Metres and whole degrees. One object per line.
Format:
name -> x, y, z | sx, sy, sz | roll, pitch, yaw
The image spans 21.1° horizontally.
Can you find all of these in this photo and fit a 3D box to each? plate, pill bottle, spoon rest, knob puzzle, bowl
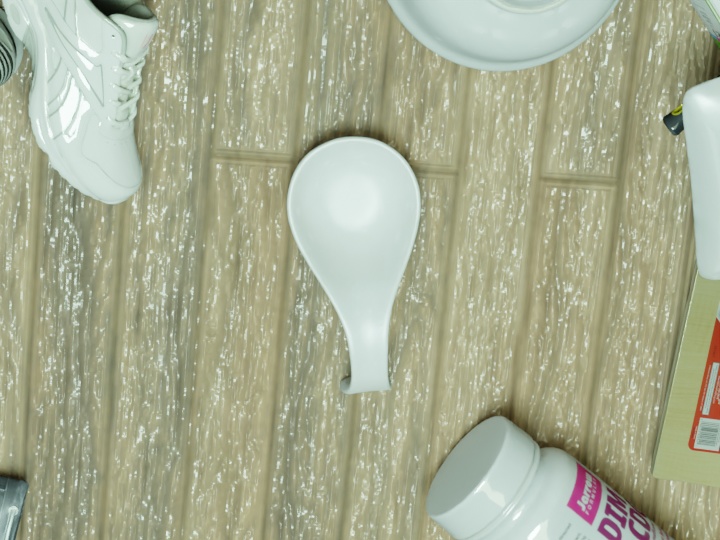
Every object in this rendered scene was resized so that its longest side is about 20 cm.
plate -> 0.334, -0.080, 1.385 | 0.199, 0.032, 0.200 | -18, 137, -2
pill bottle -> 0.154, 0.208, 1.474 | 0.200, 0.113, 0.113 | 39, 97, -15
spoon rest -> 0.000, 0.000, 1.429 | 0.099, 0.061, 0.201 | -7, 106, -5
knob puzzle -> 0.337, 0.086, 1.508 | 0.218, 0.030, 0.221 | -2, 104, -6
bowl -> 0.111, -0.235, 1.367 | 0.200, 0.090, 0.202 | -2, 104, -6

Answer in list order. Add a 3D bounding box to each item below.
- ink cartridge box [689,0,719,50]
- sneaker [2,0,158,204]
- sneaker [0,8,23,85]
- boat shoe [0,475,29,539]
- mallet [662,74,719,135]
ink cartridge box -> 0.335, -0.193, 1.415 | 0.148, 0.076, 0.200 | -35, 112, 2
sneaker -> -0.181, -0.143, 1.344 | 0.099, 0.078, 0.201 | -8, 109, 25
sneaker -> -0.315, -0.193, 1.311 | 0.200, 0.115, 0.076 | 37, 98, -14
boat shoe -> -0.284, 0.251, 1.458 | 0.067, 0.072, 0.201 | 7, 96, -7
mallet -> 0.295, -0.167, 1.360 | 0.200, 0.066, 0.041 | -34, 120, 18
